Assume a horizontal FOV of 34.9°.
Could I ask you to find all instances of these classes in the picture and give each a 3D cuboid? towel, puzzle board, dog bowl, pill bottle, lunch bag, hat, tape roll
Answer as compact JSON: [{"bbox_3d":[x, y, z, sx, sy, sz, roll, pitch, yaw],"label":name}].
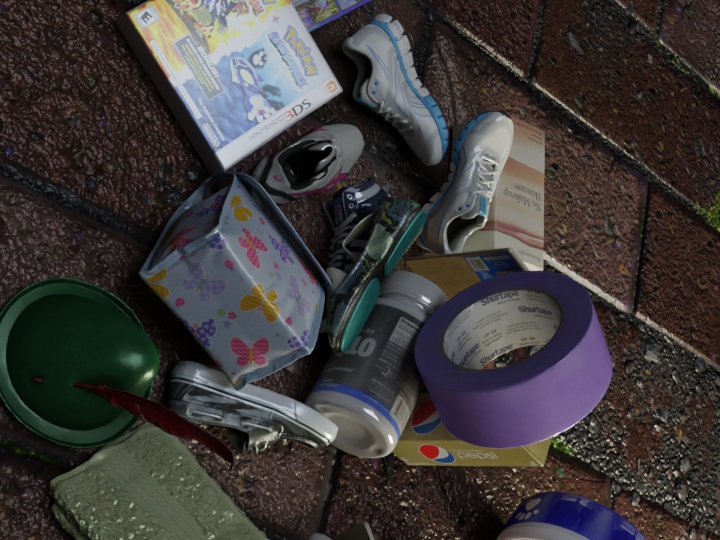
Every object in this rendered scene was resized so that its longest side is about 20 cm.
[{"bbox_3d":[-0.189,0.245,1.099,0.200,0.036,0.148,45,50,13],"label":"towel"},{"bbox_3d":[0.160,0.031,1.397,0.151,0.200,0.017,50,62,-21],"label":"puzzle board"},{"bbox_3d":[0.262,0.369,1.405,0.200,0.200,0.079,55,49,-17],"label":"dog bowl"},{"bbox_3d":[0.025,0.104,1.319,0.114,0.114,0.200,45,54,-24],"label":"pill bottle"},{"bbox_3d":[-0.120,-0.006,1.200,0.170,0.127,0.200,54,19,-19],"label":"lunch bag"},{"bbox_3d":[-0.218,0.077,1.064,0.200,0.176,0.166,34,57,-28],"label":"hat"},{"bbox_3d":[0.165,0.093,1.246,0.200,0.200,0.085,-51,129,-36],"label":"tape roll"}]

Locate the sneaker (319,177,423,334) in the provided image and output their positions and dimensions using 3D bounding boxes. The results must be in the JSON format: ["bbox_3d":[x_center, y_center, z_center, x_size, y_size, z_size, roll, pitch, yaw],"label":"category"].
[{"bbox_3d":[-0.018,-0.024,1.345,0.109,0.070,0.200,47,59,-13],"label":"sneaker"}]

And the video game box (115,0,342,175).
[{"bbox_3d":[-0.141,-0.237,1.277,0.182,0.047,0.200,-39,106,-27],"label":"video game box"}]

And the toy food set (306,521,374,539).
[{"bbox_3d":[-0.089,0.327,1.148,0.200,0.144,0.060,-26,79,-41],"label":"toy food set"}]

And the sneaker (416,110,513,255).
[{"bbox_3d":[0.144,-0.101,1.426,0.075,0.087,0.200,18,104,-31],"label":"sneaker"}]

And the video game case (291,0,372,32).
[{"bbox_3d":[-0.079,-0.383,1.392,0.200,0.045,0.181,-36,103,-40],"label":"video game case"}]

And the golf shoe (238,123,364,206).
[{"bbox_3d":[-0.049,-0.124,1.324,0.200,0.092,0.073,-36,104,-46],"label":"golf shoe"}]

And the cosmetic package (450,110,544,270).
[{"bbox_3d":[0.182,-0.098,1.523,0.103,0.087,0.200,15,70,-39],"label":"cosmetic package"}]

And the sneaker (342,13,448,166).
[{"bbox_3d":[0.037,-0.214,1.438,0.087,0.075,0.200,-32,99,-27],"label":"sneaker"}]

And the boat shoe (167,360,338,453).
[{"bbox_3d":[-0.119,0.161,1.219,0.200,0.072,0.071,24,72,-23],"label":"boat shoe"}]

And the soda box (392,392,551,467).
[{"bbox_3d":[0.122,0.183,1.324,0.064,0.200,0.068,44,54,-33],"label":"soda box"}]

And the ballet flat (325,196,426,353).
[{"bbox_3d":[0.000,0.000,1.281,0.074,0.074,0.200,44,65,-25],"label":"ballet flat"}]
